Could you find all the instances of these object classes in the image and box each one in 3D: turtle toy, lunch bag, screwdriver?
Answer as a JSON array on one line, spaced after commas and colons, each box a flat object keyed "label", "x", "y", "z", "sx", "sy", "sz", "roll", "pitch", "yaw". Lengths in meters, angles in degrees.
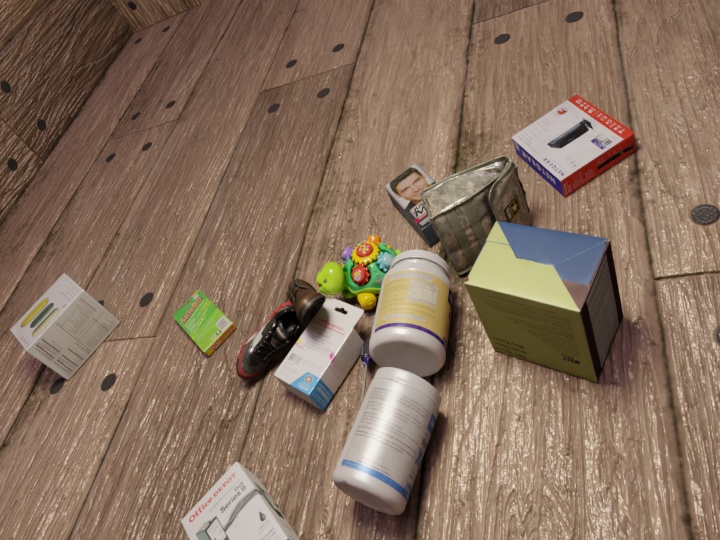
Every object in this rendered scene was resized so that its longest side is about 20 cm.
[{"label": "turtle toy", "x": 0.000, "y": 0.000, "z": 1.289, "sx": 0.196, "sy": 0.102, "sz": 0.147, "roll": -27, "pitch": 42, "yaw": -6}, {"label": "lunch bag", "x": 0.242, "y": -0.114, "z": 1.206, "sx": 0.196, "sy": 0.165, "sz": 0.119, "roll": -27, "pitch": 37, "yaw": 8}, {"label": "screwdriver", "x": 0.007, "y": 0.188, "z": 1.132, "sx": 0.029, "sy": 0.028, "sz": 0.201, "roll": -28, "pitch": 17, "yaw": 18}]

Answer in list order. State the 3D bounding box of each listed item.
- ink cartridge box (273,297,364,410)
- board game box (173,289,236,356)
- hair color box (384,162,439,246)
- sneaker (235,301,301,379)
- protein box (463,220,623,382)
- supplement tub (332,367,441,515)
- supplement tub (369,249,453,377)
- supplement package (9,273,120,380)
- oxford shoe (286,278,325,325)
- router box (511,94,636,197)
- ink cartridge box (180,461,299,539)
[{"label": "ink cartridge box", "x": -0.070, "y": 0.165, "z": 1.226, "sx": 0.113, "sy": 0.068, "sz": 0.202, "roll": 17, "pitch": 64, "yaw": 41}, {"label": "board game box", "x": -0.388, "y": 0.125, "z": 1.491, "sx": 0.096, "sy": 0.030, "sz": 0.198, "roll": -46, "pitch": 47, "yaw": -12}, {"label": "hair color box", "x": 0.142, "y": -0.154, "z": 1.379, "sx": 0.098, "sy": 0.061, "sz": 0.201, "roll": -35, "pitch": 42, "yaw": 0}, {"label": "sneaker", "x": -0.192, "y": 0.149, "z": 1.295, "sx": 0.201, "sy": 0.071, "sz": 0.098, "roll": -49, "pitch": 12, "yaw": -16}, {"label": "protein box", "x": 0.306, "y": 0.049, "z": 0.996, "sx": 0.195, "sy": 0.202, "sz": 0.136, "roll": 14, "pitch": 60, "yaw": 39}, {"label": "supplement tub", "x": 0.046, "y": 0.282, "z": 1.006, "sx": 0.129, "sy": 0.133, "sz": 0.203, "roll": 6, "pitch": 56, "yaw": 35}, {"label": "supplement tub", "x": 0.100, "y": 0.080, "z": 1.139, "sx": 0.142, "sy": 0.146, "sz": 0.204, "roll": -6, "pitch": 50, "yaw": 26}, {"label": "supplement package", "x": -0.795, "y": 0.149, "z": 1.631, "sx": 0.150, "sy": 0.152, "sz": 0.201, "roll": 22, "pitch": 66, "yaw": 41}, {"label": "oxford shoe", "x": -0.120, "y": 0.060, "z": 1.237, "sx": 0.073, "sy": 0.084, "sz": 0.200, "roll": -49, "pitch": 5, "yaw": -4}, {"label": "router box", "x": 0.453, "y": -0.272, "z": 1.298, "sx": 0.177, "sy": 0.049, "sz": 0.202, "roll": -33, "pitch": 43, "yaw": 2}, {"label": "ink cartridge box", "x": -0.204, "y": 0.459, "z": 1.040, "sx": 0.146, "sy": 0.085, "sz": 0.199, "roll": -44, "pitch": 43, "yaw": -11}]
